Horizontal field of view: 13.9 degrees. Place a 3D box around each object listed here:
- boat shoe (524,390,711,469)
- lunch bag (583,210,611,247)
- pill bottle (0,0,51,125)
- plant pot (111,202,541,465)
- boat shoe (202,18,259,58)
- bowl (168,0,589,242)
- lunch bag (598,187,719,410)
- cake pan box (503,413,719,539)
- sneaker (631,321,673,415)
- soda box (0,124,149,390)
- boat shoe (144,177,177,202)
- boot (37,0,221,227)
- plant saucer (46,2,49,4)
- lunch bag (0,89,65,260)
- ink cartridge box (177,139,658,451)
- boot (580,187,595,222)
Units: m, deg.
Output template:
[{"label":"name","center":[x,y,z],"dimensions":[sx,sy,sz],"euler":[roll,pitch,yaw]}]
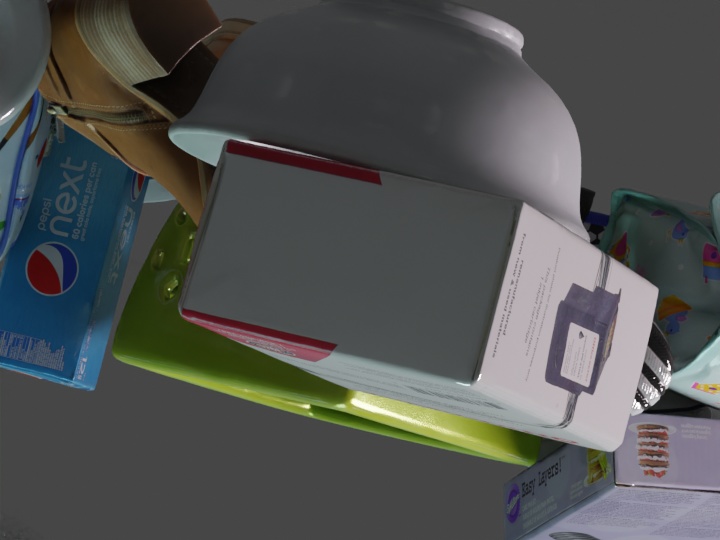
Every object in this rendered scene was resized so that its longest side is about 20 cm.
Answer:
[{"label":"boat shoe","center":[0.124,0.100,1.877],"dimensions":[0.199,0.070,0.071],"euler":[-2,-168,10]},{"label":"lunch bag","center":[0.138,0.046,1.973],"dimensions":[0.199,0.171,0.124],"euler":[12,172,13]},{"label":"pill bottle","center":[-0.238,-0.118,1.528],"dimensions":[0.112,0.113,0.200],"euler":[17,174,-22]},{"label":"plant pot","center":[0.000,0.000,1.776],"dimensions":[0.199,0.182,0.199],"euler":[11,174,40]},{"label":"boat shoe","center":[-0.061,-0.091,1.567],"dimensions":[0.073,0.070,0.200],"euler":[17,175,-24]},{"label":"bowl","center":[0.019,-0.076,1.360],"dimensions":[0.200,0.091,0.201],"euler":[15,176,1]},{"label":"lunch bag","center":[0.242,0.028,1.738],"dimensions":[0.170,0.123,0.200],"euler":[17,-179,-21]},{"label":"cake pan box","center":[0.210,0.138,1.817],"dimensions":[0.199,0.053,0.184],"euler":[5,163,-16]},{"label":"sneaker","center":[0.093,-0.003,1.687],"dimensions":[0.200,0.075,0.115],"euler":[55,174,-8]},{"label":"soda box","center":[-0.176,-0.031,1.843],"dimensions":[0.064,0.201,0.068],"euler":[14,175,8]},{"label":"boat shoe","center":[-0.148,-0.083,1.954],"dimensions":[0.073,0.066,0.200],"euler":[17,-160,35]},{"label":"boot","center":[-0.094,-0.063,1.514],"dimensions":[0.074,0.201,0.155],"euler":[-31,-169,-27]},{"label":"plant saucer","center":[-0.195,-0.145,1.681],"dimensions":[0.199,0.019,0.070],"euler":[16,176,-23]},{"label":"lunch bag","center":[-0.278,-0.092,1.772],"dimensions":[0.199,0.161,0.076],"euler":[15,-165,2]},{"label":"ink cartridge box","center":[0.031,0.014,1.317],"dimensions":[0.144,0.085,0.200],"euler":[13,174,24]},{"label":"boot","center":[0.062,0.000,1.886],"dimensions":[0.068,0.131,0.200],"euler":[19,174,-37]}]
